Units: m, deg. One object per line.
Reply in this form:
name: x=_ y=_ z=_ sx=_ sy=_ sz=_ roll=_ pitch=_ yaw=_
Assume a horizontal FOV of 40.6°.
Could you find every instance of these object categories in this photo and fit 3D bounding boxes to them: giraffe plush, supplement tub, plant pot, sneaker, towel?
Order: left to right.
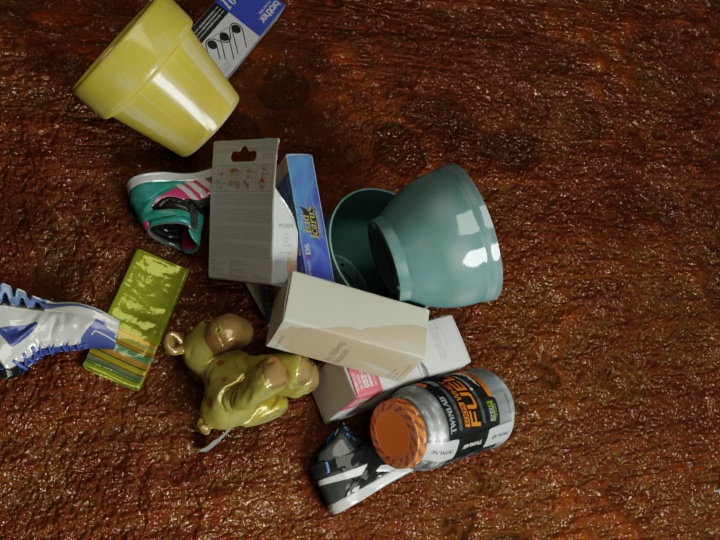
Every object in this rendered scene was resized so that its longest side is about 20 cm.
sneaker: x=-0.431 y=0.096 z=1.299 sx=0.199 sy=0.081 sz=0.115 roll=15 pitch=67 yaw=-10
towel: x=-0.318 y=0.067 z=1.390 sx=0.086 sy=0.018 sz=0.200 roll=26 pitch=61 yaw=-14
plant pot: x=-0.293 y=-0.278 z=1.455 sx=0.189 sy=0.201 sz=0.201 roll=43 pitch=57 yaw=-22
sneaker: x=-0.240 y=-0.088 z=1.450 sx=0.200 sy=0.084 sz=0.121 roll=-7 pitch=67 yaw=-18
giraffe plush: x=-0.181 y=0.133 z=1.367 sx=0.200 sy=0.173 sz=0.162 roll=-32 pitch=71 yaw=3
plant pot: x=0.000 y=0.000 z=1.469 sx=0.200 sy=0.161 sz=0.201 roll=14 pitch=61 yaw=-28
sneaker: x=0.018 y=0.261 z=1.428 sx=0.200 sy=0.073 sz=0.112 roll=-25 pitch=82 yaw=-29
plant pot: x=0.091 y=-0.032 z=1.337 sx=0.134 sy=0.200 sz=0.201 roll=-19 pitch=78 yaw=-12
supplement tub: x=0.117 y=0.215 z=1.395 sx=0.200 sy=0.122 sz=0.123 roll=-9 pitch=72 yaw=-43

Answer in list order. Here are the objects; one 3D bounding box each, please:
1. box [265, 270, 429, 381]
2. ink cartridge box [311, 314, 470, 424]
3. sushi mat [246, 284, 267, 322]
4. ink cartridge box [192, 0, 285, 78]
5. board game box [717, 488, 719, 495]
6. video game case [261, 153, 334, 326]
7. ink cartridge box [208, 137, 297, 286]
box: x=-0.017 y=0.077 z=1.312 sx=0.200 sy=0.095 sz=0.078 roll=15 pitch=58 yaw=-12
ink cartridge box: x=0.041 y=0.146 z=1.444 sx=0.200 sy=0.146 sz=0.085 roll=-16 pitch=73 yaw=-28
sushi mat: x=-0.127 y=0.022 z=1.498 sx=0.096 sy=0.012 sz=0.200 roll=-26 pitch=81 yaw=-30
ink cartridge box: x=-0.215 y=-0.399 z=1.614 sx=0.094 sy=0.044 sz=0.200 roll=36 pitch=59 yaw=-9
board game box: x=0.747 y=0.439 z=1.701 sx=0.199 sy=0.043 sz=0.200 roll=-17 pitch=77 yaw=-28
video game case: x=-0.105 y=-0.040 z=1.420 sx=0.045 sy=0.181 sz=0.200 roll=-2 pitch=69 yaw=-24
ink cartridge box: x=-0.152 y=-0.082 z=1.372 sx=0.050 sy=0.162 sz=0.200 roll=3 pitch=92 yaw=-42
